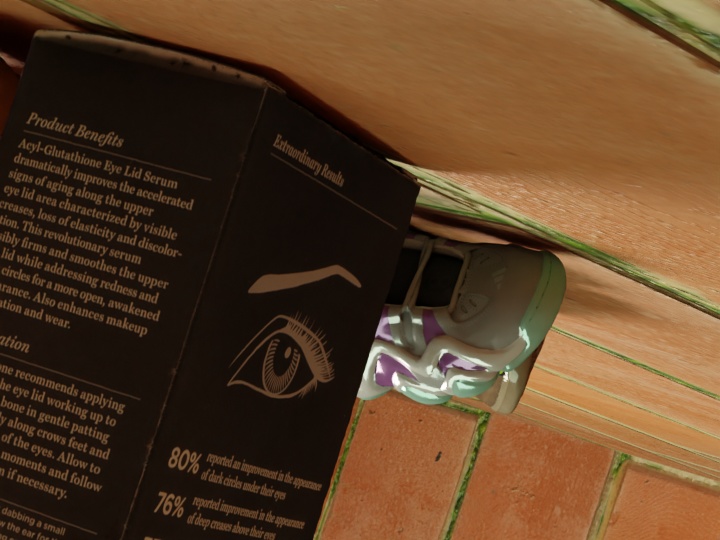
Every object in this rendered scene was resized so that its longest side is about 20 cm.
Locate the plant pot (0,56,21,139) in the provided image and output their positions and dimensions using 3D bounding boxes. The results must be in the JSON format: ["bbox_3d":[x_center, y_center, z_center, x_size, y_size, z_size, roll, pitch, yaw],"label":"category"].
[{"bbox_3d":[-0.181,-0.010,0.880,0.199,0.201,0.140,16,-174,31],"label":"plant pot"}]

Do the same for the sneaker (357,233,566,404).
[{"bbox_3d":[-0.014,0.001,0.962,0.199,0.078,0.140,-16,136,41],"label":"sneaker"}]

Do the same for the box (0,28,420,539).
[{"bbox_3d":[-0.074,0.030,0.779,0.104,0.201,0.148,14,173,26],"label":"box"}]

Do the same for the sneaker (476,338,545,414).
[{"bbox_3d":[0.058,0.038,1.189,0.075,0.071,0.200,20,175,-3],"label":"sneaker"}]

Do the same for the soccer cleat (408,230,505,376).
[{"bbox_3d":[0.000,0.000,1.085,0.199,0.068,0.081,15,158,24],"label":"soccer cleat"}]
